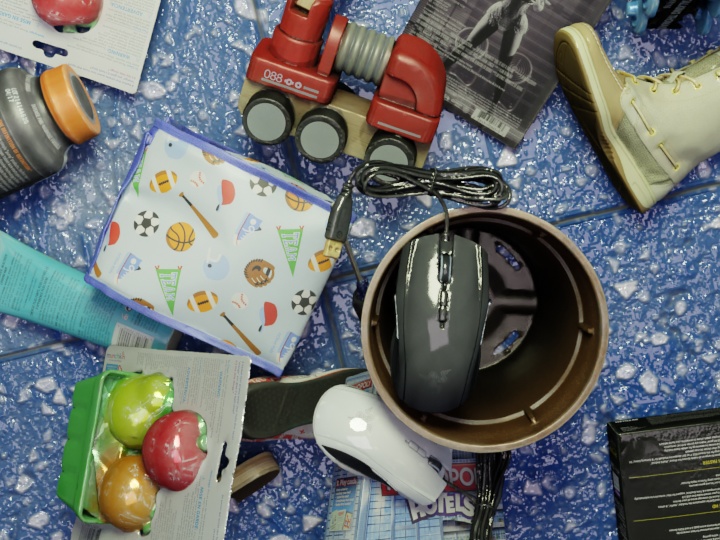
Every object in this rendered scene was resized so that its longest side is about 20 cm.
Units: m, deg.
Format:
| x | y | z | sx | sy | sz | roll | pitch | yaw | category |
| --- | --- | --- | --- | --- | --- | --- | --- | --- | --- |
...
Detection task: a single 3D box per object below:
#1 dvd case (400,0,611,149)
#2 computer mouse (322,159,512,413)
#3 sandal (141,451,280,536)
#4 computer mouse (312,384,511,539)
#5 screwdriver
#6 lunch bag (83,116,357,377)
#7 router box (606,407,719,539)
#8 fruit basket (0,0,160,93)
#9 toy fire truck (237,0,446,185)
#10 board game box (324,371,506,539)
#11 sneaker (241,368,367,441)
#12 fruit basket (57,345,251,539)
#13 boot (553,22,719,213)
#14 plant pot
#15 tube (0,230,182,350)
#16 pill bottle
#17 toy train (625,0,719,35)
| x | y | z | sx | sy | sz | roll | pitch | yaw | category |
| --- | --- | --- | --- | --- | --- | --- | --- | --- | --- |
| 0.130 | -0.230 | 1.047 | 0.148 | 0.016 | 0.200 | 30 | 117 | -2 | dvd case |
| 0.036 | 0.011 | 0.892 | 0.140 | 0.046 | 0.201 | 10 | 96 | -2 | computer mouse |
| -0.184 | 0.219 | 1.111 | 0.211 | 0.078 | 0.070 | -31 | 71 | -3 | sandal |
| 0.049 | 0.163 | 0.985 | 0.200 | 0.044 | 0.110 | 31 | 64 | -21 | computer mouse |
| 0.000 | 0.000 | 1.031 | 0.029 | 0.200 | 0.028 | 6 | 59 | 11 | screwdriver |
| -0.130 | -0.026 | 1.050 | 0.200 | 0.124 | 0.170 | 24 | 94 | -12 | lunch bag |
| 0.346 | 0.209 | 1.106 | 0.199 | 0.051 | 0.150 | -7 | 97 | 1 | router box |
| -0.265 | -0.286 | 1.054 | 0.185 | 0.094 | 0.201 | 18 | 111 | -1 | fruit basket |
| 0.001 | -0.205 | 1.024 | 0.176 | 0.129 | 0.200 | 19 | 119 | -1 | toy fire truck |
| 0.052 | 0.192 | 1.043 | 0.199 | 0.062 | 0.201 | 3 | 77 | -32 | board game box |
| -0.057 | 0.128 | 1.093 | 0.201 | 0.108 | 0.067 | 2 | 84 | -36 | sneaker |
| -0.173 | 0.162 | 1.008 | 0.199 | 0.094 | 0.186 | 1 | 79 | 36 | fruit basket |
| 0.272 | -0.168 | 1.040 | 0.154 | 0.072 | 0.200 | -33 | 119 | 2 | boot |
| 0.098 | 0.038 | 1.017 | 0.200 | 0.198 | 0.201 | 0 | 96 | -1 | plant pot |
| -0.269 | 0.033 | 1.096 | 0.199 | 0.050 | 0.078 | 22 | 92 | 3 | tube |
| -0.341 | -0.117 | 1.049 | 0.199 | 0.106 | 0.107 | -23 | 95 | 3 | pill bottle |
| 0.280 | -0.274 | 0.989 | 0.086 | 0.200 | 0.115 | 1 | 85 | 0 | toy train |
